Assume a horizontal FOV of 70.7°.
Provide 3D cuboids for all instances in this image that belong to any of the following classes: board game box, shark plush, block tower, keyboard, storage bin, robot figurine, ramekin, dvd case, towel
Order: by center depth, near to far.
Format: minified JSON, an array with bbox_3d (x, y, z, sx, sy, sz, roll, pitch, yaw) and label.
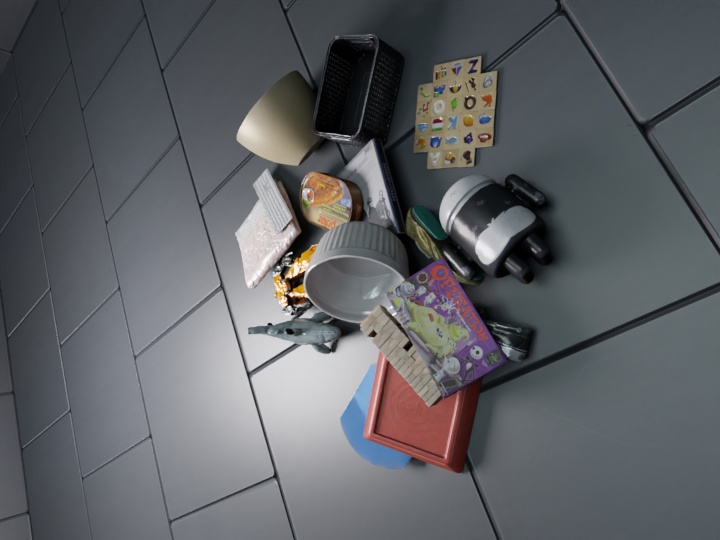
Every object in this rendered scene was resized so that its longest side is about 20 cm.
[{"bbox_3d":[0.220,-0.069,0.835,0.200,0.149,0.125,48,151,28],"label":"robot figurine"},{"bbox_3d":[0.138,0.093,0.841,0.119,0.032,0.201,-31,71,3],"label":"board game box"},{"bbox_3d":[0.082,0.149,0.889,0.058,0.054,0.200,-48,69,7],"label":"block tower"},{"bbox_3d":[0.000,0.000,0.957,0.199,0.200,0.106,-24,40,34],"label":"ramekin"},{"bbox_3d":[0.058,0.279,0.987,0.157,0.039,0.201,33,103,19],"label":"board game box"},{"bbox_3d":[0.017,-0.139,1.028,0.150,0.025,0.202,-32,66,52],"label":"dvd case"},{"bbox_3d":[-0.006,-0.364,1.045,0.134,0.093,0.202,18,97,37],"label":"storage bin"},{"bbox_3d":[-0.138,0.120,1.081,0.198,0.083,0.092,14,89,4],"label":"shark plush"},{"bbox_3d":[-0.116,0.019,1.129,0.199,0.058,0.146,-28,71,33],"label":"robot figurine"},{"bbox_3d":[-0.206,-0.164,1.184,0.056,0.011,0.201,-49,48,21],"label":"keyboard"},{"bbox_3d":[-0.227,-0.088,1.211,0.200,0.032,0.192,-47,47,27],"label":"towel"}]

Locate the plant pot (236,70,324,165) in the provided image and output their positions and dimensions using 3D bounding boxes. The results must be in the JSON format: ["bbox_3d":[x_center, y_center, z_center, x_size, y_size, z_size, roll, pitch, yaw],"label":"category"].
[{"bbox_3d":[-0.154,-0.312,1.116,0.134,0.201,0.200,43,117,-6],"label":"plant pot"}]

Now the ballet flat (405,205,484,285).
[{"bbox_3d":[0.148,-0.035,0.930,0.071,0.070,0.201,-50,61,24],"label":"ballet flat"}]

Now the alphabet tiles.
[{"bbox_3d":[0.176,-0.293,0.954,0.165,0.006,0.203,4,90,37],"label":"alphabet tiles"}]

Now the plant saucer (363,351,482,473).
[{"bbox_3d":[0.106,0.248,0.925,0.198,0.037,0.202,13,95,22],"label":"plant saucer"}]

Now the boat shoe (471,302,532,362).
[{"bbox_3d":[0.194,0.091,0.876,0.198,0.073,0.069,19,92,35],"label":"boat shoe"}]

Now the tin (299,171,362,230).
[{"bbox_3d":[-0.065,-0.145,1.086,0.199,0.042,0.113,29,112,47],"label":"tin"}]
